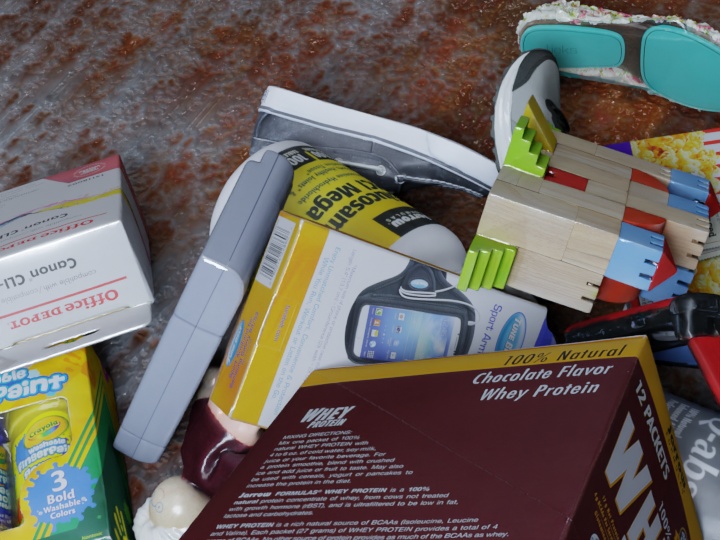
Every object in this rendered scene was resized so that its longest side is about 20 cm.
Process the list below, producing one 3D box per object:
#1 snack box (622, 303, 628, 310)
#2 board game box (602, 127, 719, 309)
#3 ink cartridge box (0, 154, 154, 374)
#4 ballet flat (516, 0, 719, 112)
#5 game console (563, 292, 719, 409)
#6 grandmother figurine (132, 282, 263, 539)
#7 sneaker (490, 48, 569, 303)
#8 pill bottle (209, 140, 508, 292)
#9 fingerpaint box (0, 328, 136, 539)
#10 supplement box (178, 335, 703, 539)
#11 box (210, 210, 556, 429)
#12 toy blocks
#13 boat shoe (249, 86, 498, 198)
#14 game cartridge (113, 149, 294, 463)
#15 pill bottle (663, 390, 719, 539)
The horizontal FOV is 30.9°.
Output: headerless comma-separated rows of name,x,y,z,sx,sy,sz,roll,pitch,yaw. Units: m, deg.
snack box,0.258,-0.027,0.916,0.072,0.024,0.200,21,60,26
board game box,0.270,-0.029,0.868,0.200,0.046,0.152,-8,52,6
ink cartridge box,-0.211,-0.009,0.918,0.116,0.068,0.200,-19,24,-4
ballet flat,0.220,-0.176,1.012,0.200,0.076,0.064,18,43,20
game console,0.240,0.083,0.732,0.200,0.172,0.119,8,75,-27
grandmother figurine,-0.083,0.096,0.824,0.200,0.060,0.121,-60,21,6
sneaker,0.137,-0.067,0.922,0.079,0.074,0.201,-10,64,27
pill bottle,0.000,0.000,0.891,0.200,0.113,0.112,33,65,30
fingerpaint box,-0.258,0.147,0.855,0.200,0.073,0.167,-16,51,-1
supplement box,0.040,0.145,0.628,0.197,0.133,0.200,-8,23,28
box,0.023,0.052,0.774,0.041,0.200,0.119,25,95,61
toy blocks,0.147,-0.027,0.787,0.136,0.100,0.200,19,26,8
boat shoe,0.011,-0.080,0.984,0.200,0.072,0.068,18,91,7
game cartridge,-0.103,0.032,0.830,0.041,0.200,0.133,28,43,-3
pill bottle,0.200,0.141,0.740,0.200,0.116,0.116,21,60,25
